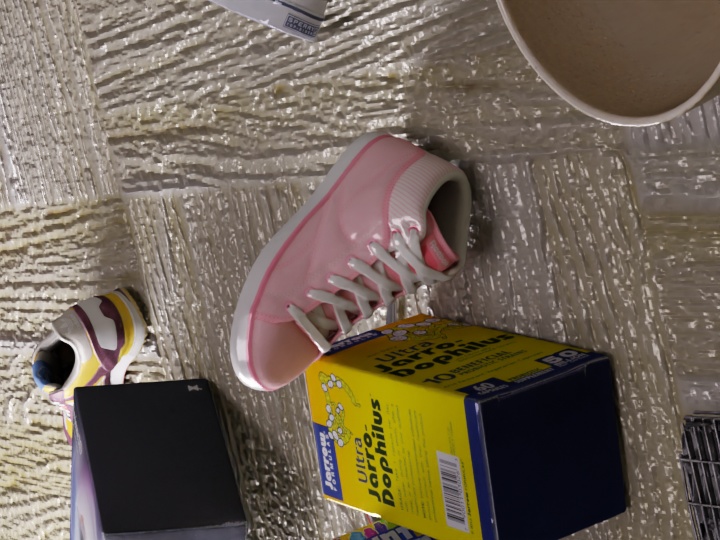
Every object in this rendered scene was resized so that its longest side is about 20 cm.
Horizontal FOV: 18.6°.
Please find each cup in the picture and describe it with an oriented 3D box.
[{"bbox_3d":[0.174,-0.185,1.115,0.200,0.143,0.201,29,127,47],"label":"cup"}]

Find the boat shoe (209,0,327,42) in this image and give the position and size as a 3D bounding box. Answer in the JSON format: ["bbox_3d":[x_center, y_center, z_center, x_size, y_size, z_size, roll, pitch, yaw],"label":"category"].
[{"bbox_3d":[-0.084,-0.219,1.574,0.200,0.073,0.066,29,100,44],"label":"boat shoe"}]

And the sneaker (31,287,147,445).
[{"bbox_3d":[-0.254,0.095,1.946,0.075,0.090,0.200,51,142,29],"label":"sneaker"}]

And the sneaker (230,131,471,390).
[{"bbox_3d":[0.000,0.000,1.447,0.104,0.201,0.075,19,158,40],"label":"sneaker"}]

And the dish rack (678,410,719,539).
[{"bbox_3d":[0.260,0.144,1.228,0.200,0.054,0.154,-2,101,59],"label":"dish rack"}]

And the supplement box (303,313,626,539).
[{"bbox_3d":[0.065,0.105,1.449,0.200,0.109,0.110,11,113,54],"label":"supplement box"}]

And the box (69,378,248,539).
[{"bbox_3d":[-0.170,0.225,1.794,0.200,0.123,0.199,-113,25,-56],"label":"box"}]

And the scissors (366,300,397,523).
[{"bbox_3d":[0.023,0.108,1.607,0.073,0.014,0.200,51,141,34],"label":"scissors"}]

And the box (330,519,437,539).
[{"bbox_3d":[0.055,0.268,1.457,0.193,0.200,0.122,47,140,33],"label":"box"}]
